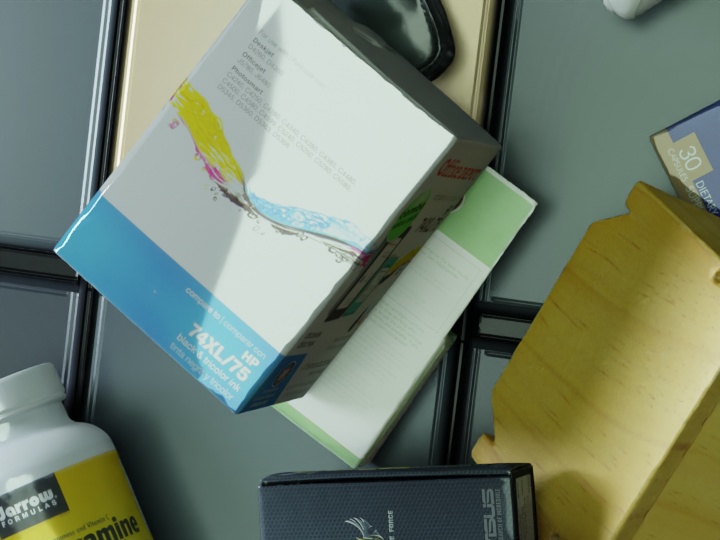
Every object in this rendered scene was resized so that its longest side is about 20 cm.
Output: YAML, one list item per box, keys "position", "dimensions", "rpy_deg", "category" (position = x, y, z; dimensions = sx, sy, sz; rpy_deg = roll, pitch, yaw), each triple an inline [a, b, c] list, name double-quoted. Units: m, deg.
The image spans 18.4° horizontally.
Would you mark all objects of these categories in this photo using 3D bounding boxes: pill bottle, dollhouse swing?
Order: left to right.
- position: [-0.191, 0.166, 1.389]
  dimensions: [0.111, 0.112, 0.201]
  rpy_deg: [-25, 86, 12]
  category: "pill bottle"
- position: [0.213, 0.088, 1.310]
  dimensions: [0.201, 0.175, 0.182]
  rpy_deg: [-61, 41, 19]
  category: "dollhouse swing"

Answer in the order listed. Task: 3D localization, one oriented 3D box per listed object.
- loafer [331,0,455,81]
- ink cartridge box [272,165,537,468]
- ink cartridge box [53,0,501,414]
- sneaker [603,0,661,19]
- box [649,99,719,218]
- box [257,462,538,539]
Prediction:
- position: [-0.017, -0.197, 1.363]
  dimensions: [0.068, 0.070, 0.201]
  rpy_deg: [-39, 83, 11]
  category: "loafer"
- position: [0.000, 0.000, 1.375]
  dimensions: [0.145, 0.048, 0.201]
  rpy_deg: [36, 97, 10]
  category: "ink cartridge box"
- position: [-0.043, -0.043, 1.286]
  dimensions: [0.146, 0.147, 0.200]
  rpy_deg: [41, 100, 10]
  category: "ink cartridge box"
- position: [0.233, -0.204, 1.303]
  dimensions: [0.200, 0.078, 0.100]
  rpy_deg: [-40, 86, 12]
  category: "sneaker"
- position: [0.286, -0.071, 1.314]
  dimensions: [0.199, 0.032, 0.122]
  rpy_deg: [-28, 85, 11]
  category: "box"
- position: [0.026, 0.214, 1.278]
  dimensions: [0.156, 0.051, 0.202]
  rpy_deg: [-3, 89, 21]
  category: "box"
